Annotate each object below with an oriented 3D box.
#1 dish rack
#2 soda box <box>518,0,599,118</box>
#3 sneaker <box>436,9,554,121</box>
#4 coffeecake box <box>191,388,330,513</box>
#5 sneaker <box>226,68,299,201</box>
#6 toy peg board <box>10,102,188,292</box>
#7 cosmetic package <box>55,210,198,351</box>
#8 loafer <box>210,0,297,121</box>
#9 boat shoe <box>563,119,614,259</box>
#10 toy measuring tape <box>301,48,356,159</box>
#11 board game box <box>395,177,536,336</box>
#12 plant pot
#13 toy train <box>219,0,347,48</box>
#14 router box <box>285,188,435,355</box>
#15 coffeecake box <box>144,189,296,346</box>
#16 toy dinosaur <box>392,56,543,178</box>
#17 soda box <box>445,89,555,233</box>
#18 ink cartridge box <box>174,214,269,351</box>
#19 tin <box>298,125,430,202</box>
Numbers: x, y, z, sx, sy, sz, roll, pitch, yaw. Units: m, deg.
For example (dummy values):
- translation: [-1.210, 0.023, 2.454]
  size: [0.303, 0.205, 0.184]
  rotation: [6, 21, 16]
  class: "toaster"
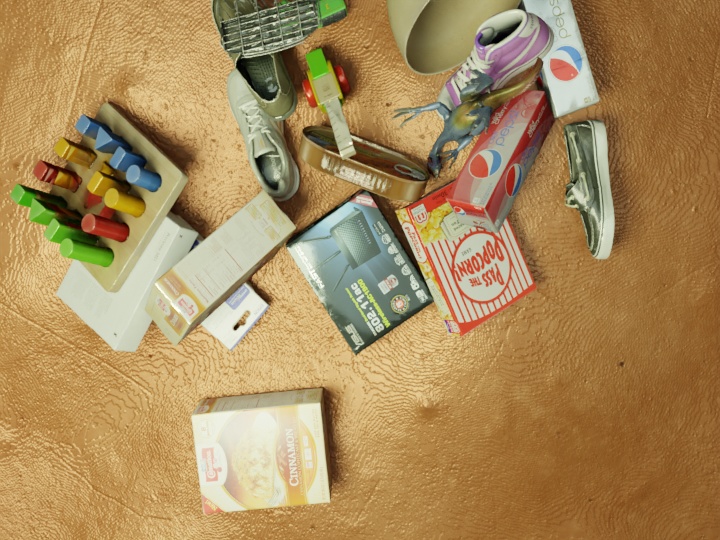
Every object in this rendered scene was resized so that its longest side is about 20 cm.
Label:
- translation: [-0.123, -0.376, 1.005]
  size: [0.149, 0.055, 0.206]
  rotation: [-12, 76, 10]
  class: "dish rack"
- translation: [0.278, -0.328, 1.101]
  size: [0.066, 0.064, 0.205]
  rotation: [-19, 97, 3]
  class: "soda box"
- translation: [0.162, -0.287, 1.057]
  size: [0.200, 0.113, 0.074]
  rotation: [-40, 68, 30]
  class: "sneaker"
- translation: [-0.148, 0.276, 1.171]
  size: [0.194, 0.073, 0.158]
  rotation: [-6, 99, 1]
  class: "coffeecake box"
- translation: [-0.142, -0.200, 1.104]
  size: [0.074, 0.092, 0.204]
  rotation: [-22, 96, 4]
  class: "sneaker"
- translation: [-0.378, -0.114, 1.070]
  size: [0.199, 0.097, 0.201]
  rotation: [39, 99, 24]
  class: "toy peg board"
- translation: [-0.344, -0.009, 1.119]
  size: [0.149, 0.051, 0.203]
  rotation: [34, 97, 28]
  class: "cosmetic package"
- translation: [-0.147, -0.308, 1.053]
  size: [0.074, 0.070, 0.203]
  rotation: [-30, 89, 4]
  class: "loafer"
- translation: [0.333, -0.117, 1.130]
  size: [0.062, 0.071, 0.206]
  rotation: [-6, 90, 0]
  class: "boat shoe"
- translation: [-0.038, -0.232, 1.090]
  size: [0.072, 0.074, 0.204]
  rotation: [-20, 65, 3]
  class: "toy measuring tape"
- translation: [0.157, -0.029, 1.124]
  size: [0.149, 0.046, 0.204]
  rotation: [-29, 99, -21]
  class: "board game box"
- translation: [0.111, -0.392, 1.045]
  size: [0.198, 0.200, 0.136]
  rotation: [-34, 70, 4]
  class: "plant pot"
- translation: [-0.109, -0.355, 1.104]
  size: [0.196, 0.042, 0.058]
  rotation: [-24, 83, 3]
  class: "toy train"
- translation: [0.000, 0.000, 1.146]
  size: [0.148, 0.062, 0.202]
  rotation: [-33, 97, 5]
  class: "router box"
- translation: [-0.197, -0.001, 1.059]
  size: [0.073, 0.153, 0.200]
  rotation: [47, 65, -2]
  class: "coffeecake box"
- translation: [0.150, -0.195, 1.067]
  size: [0.194, 0.182, 0.108]
  rotation: [-12, 80, -4]
  class: "toy dinosaur"
- translation: [0.200, -0.158, 1.075]
  size: [0.069, 0.064, 0.203]
  rotation: [16, 69, 38]
  class: "soda box"
- translation: [-0.238, 0.019, 1.163]
  size: [0.200, 0.037, 0.095]
  rotation: [43, 95, -3]
  class: "ink cartridge box"
- translation: [0.004, -0.154, 1.098]
  size: [0.195, 0.113, 0.043]
  rotation: [22, 120, 3]
  class: "tin"
